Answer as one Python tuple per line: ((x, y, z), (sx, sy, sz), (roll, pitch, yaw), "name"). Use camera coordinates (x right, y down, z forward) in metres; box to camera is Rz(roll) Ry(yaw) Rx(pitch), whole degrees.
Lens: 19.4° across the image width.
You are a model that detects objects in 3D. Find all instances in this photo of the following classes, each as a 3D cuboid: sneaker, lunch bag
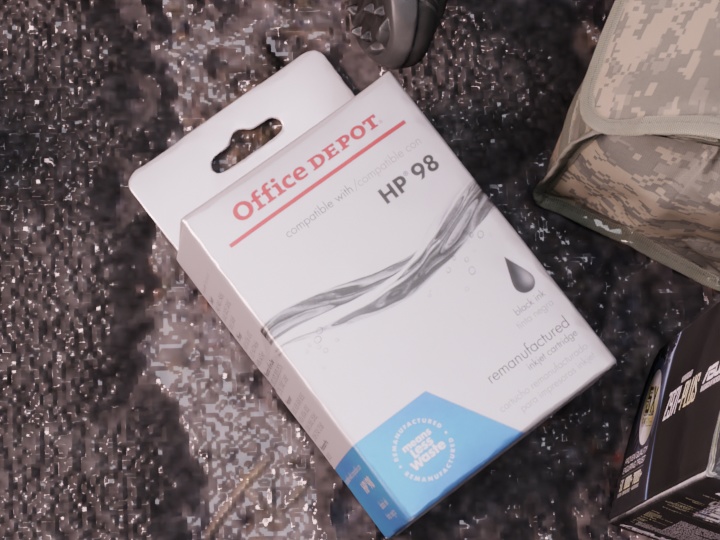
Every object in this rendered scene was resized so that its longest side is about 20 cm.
((0.046, -0.169, 0.941), (0.090, 0.066, 0.200), (15, 55, -12), "sneaker")
((0.163, -0.099, 0.885), (0.117, 0.200, 0.164), (26, 76, -1), "lunch bag")

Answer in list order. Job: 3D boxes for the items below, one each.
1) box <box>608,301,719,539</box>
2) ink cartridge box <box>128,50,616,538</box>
((0.222, 0.087, 0.866), (0.200, 0.164, 0.086), (19, 76, -1), "box")
((0.000, 0.000, 0.910), (0.116, 0.067, 0.200), (-37, 83, -13), "ink cartridge box")
